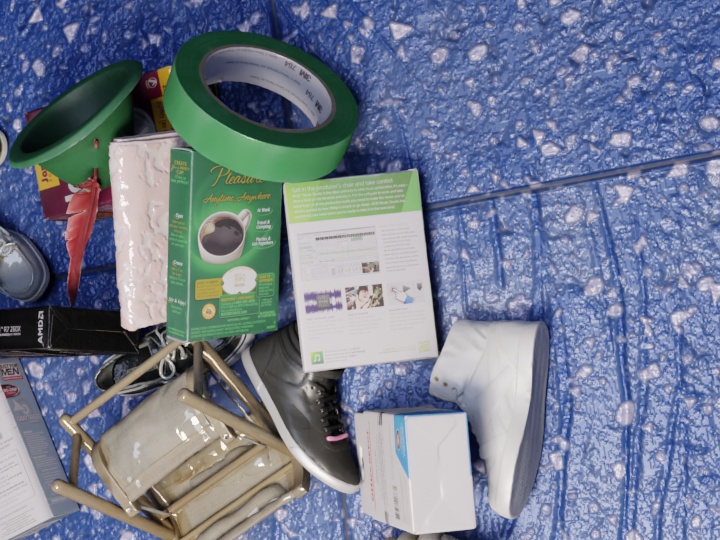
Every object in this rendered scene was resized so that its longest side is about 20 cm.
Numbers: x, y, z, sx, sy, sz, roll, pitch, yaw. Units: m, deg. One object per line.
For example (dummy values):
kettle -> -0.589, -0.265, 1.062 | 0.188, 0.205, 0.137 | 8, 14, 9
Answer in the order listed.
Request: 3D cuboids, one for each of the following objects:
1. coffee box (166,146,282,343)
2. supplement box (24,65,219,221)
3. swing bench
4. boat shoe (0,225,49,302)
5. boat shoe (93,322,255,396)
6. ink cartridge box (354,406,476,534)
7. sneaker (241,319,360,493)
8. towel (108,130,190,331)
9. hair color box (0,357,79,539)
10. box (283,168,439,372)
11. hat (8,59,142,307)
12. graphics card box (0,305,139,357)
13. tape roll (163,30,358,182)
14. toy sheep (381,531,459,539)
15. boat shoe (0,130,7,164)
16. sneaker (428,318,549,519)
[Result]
coffee box -> -0.141, -0.031, 1.555 | 0.044, 0.123, 0.200 | 13, 105, 48
supplement box -> -0.257, -0.139, 1.668 | 0.200, 0.103, 0.131 | -15, 85, 23
swing bench -> -0.191, 0.200, 1.612 | 0.199, 0.130, 0.200 | -36, 120, 18
boat shoe -> -0.454, -0.031, 1.771 | 0.202, 0.065, 0.074 | 40, 105, 18
boat shoe -> -0.210, 0.089, 1.666 | 0.199, 0.068, 0.074 | -19, 83, 22
ink cartridge box -> 0.052, 0.198, 1.520 | 0.067, 0.200, 0.116 | -4, 88, -14
sneaker -> -0.041, 0.136, 1.591 | 0.099, 0.071, 0.200 | -42, 71, 23
towel -> -0.174, -0.050, 1.574 | 0.032, 0.191, 0.200 | 14, 111, 51
hair color box -> -0.420, 0.213, 1.760 | 0.099, 0.061, 0.200 | -28, 80, 20
box -> 0.000, 0.000, 1.560 | 0.144, 0.036, 0.200 | -6, 88, -7
hat -> -0.262, -0.101, 1.590 | 0.200, 0.166, 0.176 | -18, 122, 34
graphics card box -> -0.356, 0.070, 1.666 | 0.200, 0.125, 0.051 | -3, 82, 44
tape roll -> -0.103, -0.172, 1.549 | 0.200, 0.200, 0.048 | 40, 130, 18
toy sheep -> 0.058, 0.331, 1.522 | 0.200, 0.138, 0.138 | -28, 79, 5
boat shoe -> -0.523, -0.139, 1.803 | 0.201, 0.061, 0.072 | -6, 88, 23
sneaker -> 0.125, 0.148, 1.526 | 0.115, 0.074, 0.200 | 4, 82, 25
